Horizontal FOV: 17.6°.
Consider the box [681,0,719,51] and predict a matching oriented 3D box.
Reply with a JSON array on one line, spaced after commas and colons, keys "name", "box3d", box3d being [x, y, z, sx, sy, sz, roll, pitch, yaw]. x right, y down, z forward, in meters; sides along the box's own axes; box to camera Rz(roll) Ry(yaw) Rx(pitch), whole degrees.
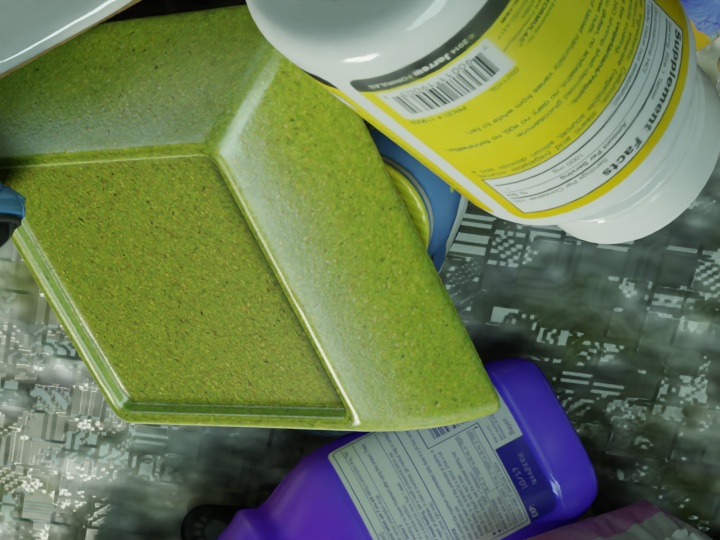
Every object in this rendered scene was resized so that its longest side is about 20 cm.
[{"name": "box", "box3d": [0.054, -0.147, 0.931, 0.119, 0.042, 0.200, -33, 121, 17]}]

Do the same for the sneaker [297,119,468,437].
[{"name": "sneaker", "box3d": [0.000, 0.000, 0.999, 0.074, 0.082, 0.200, 31, 141, 1]}]

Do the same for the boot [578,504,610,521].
[{"name": "boot", "box3d": [0.136, 0.202, 1.143, 0.173, 0.069, 0.201, 20, 118, -16]}]

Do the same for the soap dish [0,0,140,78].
[{"name": "soap dish", "box3d": [-0.187, -0.138, 0.895, 0.199, 0.081, 0.158, -26, 121, 12]}]

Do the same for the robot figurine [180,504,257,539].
[{"name": "robot figurine", "box3d": [-0.054, 0.204, 1.101, 0.198, 0.125, 0.151, 2, 129, -5]}]

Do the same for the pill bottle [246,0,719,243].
[{"name": "pill bottle", "box3d": [0.054, -0.086, 0.855, 0.112, 0.113, 0.200, -34, 143, 17]}]

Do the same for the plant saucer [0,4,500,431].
[{"name": "plant saucer", "box3d": [-0.068, -0.005, 0.942, 0.199, 0.048, 0.201, -1, 127, 40]}]

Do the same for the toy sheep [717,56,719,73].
[{"name": "toy sheep", "box3d": [0.232, -0.067, 0.945, 0.137, 0.138, 0.200, -29, 135, 15]}]

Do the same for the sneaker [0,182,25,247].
[{"name": "sneaker", "box3d": [-0.189, 0.003, 0.933, 0.070, 0.083, 0.199, 23, 157, -19]}]

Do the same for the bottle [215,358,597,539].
[{"name": "bottle", "box3d": [0.005, 0.115, 1.040, 0.199, 0.084, 0.065, -27, 165, -9]}]

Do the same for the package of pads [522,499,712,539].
[{"name": "package of pads", "box3d": [0.083, 0.206, 1.039, 0.120, 0.076, 0.201, -9, 125, -43]}]
